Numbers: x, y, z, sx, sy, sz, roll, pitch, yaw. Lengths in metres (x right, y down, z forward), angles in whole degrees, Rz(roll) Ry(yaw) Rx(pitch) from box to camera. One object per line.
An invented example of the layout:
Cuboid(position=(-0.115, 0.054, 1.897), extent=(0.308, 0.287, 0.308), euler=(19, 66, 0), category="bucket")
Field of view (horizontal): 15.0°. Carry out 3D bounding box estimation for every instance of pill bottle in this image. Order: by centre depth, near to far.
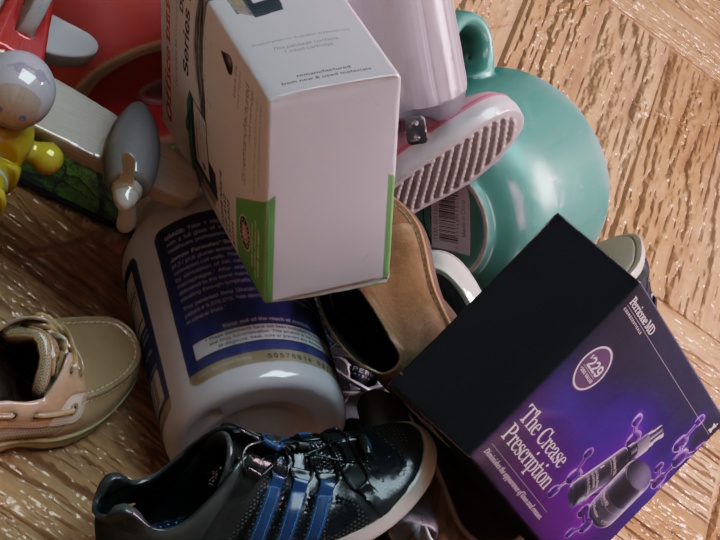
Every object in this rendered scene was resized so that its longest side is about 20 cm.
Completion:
Cuboid(position=(-0.083, 0.022, 1.664), extent=(0.111, 0.111, 0.200), euler=(13, 44, -34), category="pill bottle")

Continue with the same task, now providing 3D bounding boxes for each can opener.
Cuboid(position=(0.035, 0.156, 1.584), extent=(0.067, 0.053, 0.200), euler=(20, 34, -27), category="can opener")

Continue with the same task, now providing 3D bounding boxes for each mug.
Cuboid(position=(0.067, -0.062, 1.860), extent=(0.185, 0.152, 0.114), euler=(50, 38, 6), category="mug")

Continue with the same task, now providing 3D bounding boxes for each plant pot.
Cuboid(position=(-0.144, -0.188, 1.772), extent=(0.200, 0.200, 0.178), euler=(5, 59, -40), category="plant pot")

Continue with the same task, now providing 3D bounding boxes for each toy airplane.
Cuboid(position=(-0.208, -0.100, 1.595), extent=(0.200, 0.141, 0.200), euler=(-20, 85, -28), category="toy airplane")

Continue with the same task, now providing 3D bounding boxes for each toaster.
Cuboid(position=(0.002, -0.168, 1.729), extent=(0.113, 0.130, 0.200), euler=(-11, 23, -4), category="toaster")

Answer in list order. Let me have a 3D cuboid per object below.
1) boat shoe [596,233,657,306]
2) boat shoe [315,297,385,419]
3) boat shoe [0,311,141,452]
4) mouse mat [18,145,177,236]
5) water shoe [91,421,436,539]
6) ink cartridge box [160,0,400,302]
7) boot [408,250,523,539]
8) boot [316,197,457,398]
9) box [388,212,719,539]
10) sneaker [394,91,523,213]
Cuboid(position=(0.177, 0.043, 1.931), extent=(0.066, 0.074, 0.200), euler=(60, 17, -21), category="boat shoe")
Cuboid(position=(-0.019, 0.071, 1.706), extent=(0.070, 0.072, 0.201), euler=(18, 42, -29), category="boat shoe")
Cuboid(position=(-0.187, 0.061, 1.564), extent=(0.071, 0.065, 0.200), euler=(49, 36, 12), category="boat shoe")
Cuboid(position=(-0.167, -0.087, 1.795), extent=(0.200, 0.008, 0.161), euler=(26, 38, -22), category="mouse mat")
Cuboid(position=(-0.051, 0.122, 1.532), extent=(0.199, 0.079, 0.072), euler=(-22, 40, -10), category="water shoe")
Cuboid(position=(-0.051, -0.100, 1.605), extent=(0.084, 0.146, 0.200), euler=(-11, 39, -18), category="ink cartridge box")
Cuboid(position=(0.080, 0.057, 1.763), extent=(0.144, 0.072, 0.201), euler=(-56, 133, -56), category="boot")
Cuboid(position=(0.000, 0.000, 1.654), extent=(0.075, 0.074, 0.200), euler=(26, 24, -44), category="boot")
Cuboid(position=(0.120, 0.078, 1.613), extent=(0.079, 0.141, 0.200), euler=(39, -6, 34), category="box")
Cuboid(position=(0.004, -0.081, 1.780), extent=(0.075, 0.200, 0.105), euler=(17, 42, -60), category="sneaker")
